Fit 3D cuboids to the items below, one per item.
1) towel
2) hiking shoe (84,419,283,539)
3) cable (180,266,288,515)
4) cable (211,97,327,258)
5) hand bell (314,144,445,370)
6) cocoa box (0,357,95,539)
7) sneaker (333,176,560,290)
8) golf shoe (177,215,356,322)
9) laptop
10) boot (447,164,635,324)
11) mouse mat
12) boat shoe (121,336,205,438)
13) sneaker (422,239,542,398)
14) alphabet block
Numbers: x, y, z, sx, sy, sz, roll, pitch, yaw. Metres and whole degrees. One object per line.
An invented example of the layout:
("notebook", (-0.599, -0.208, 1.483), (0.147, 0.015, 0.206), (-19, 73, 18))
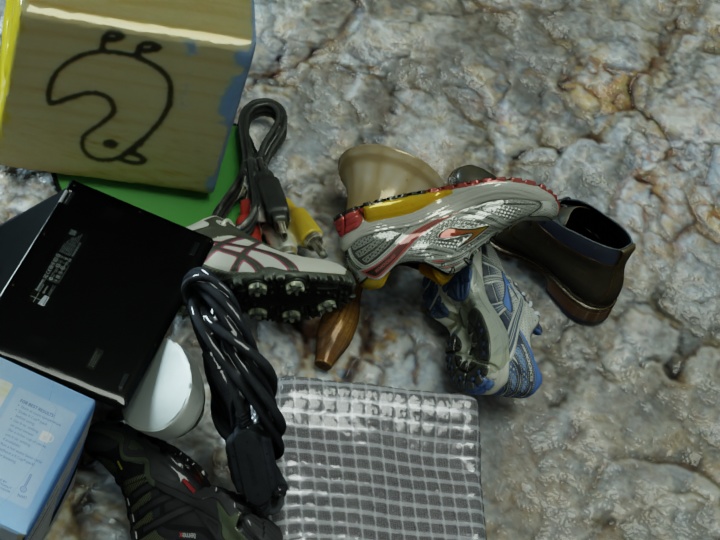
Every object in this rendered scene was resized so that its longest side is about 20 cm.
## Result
("towel", (0.009, 0.174, 1.635), (0.199, 0.086, 0.166), (6, 52, -16))
("hiking shoe", (-0.157, 0.190, 1.563), (0.200, 0.076, 0.101), (31, 87, 35))
("cable", (-0.095, 0.076, 1.536), (0.051, 0.201, 0.163), (-16, 36, -6))
("cable", (-0.094, -0.073, 1.828), (0.097, 0.051, 0.201), (-10, 44, -7))
("hand bell", (0.000, 0.000, 1.784), (0.104, 0.104, 0.201), (21, 61, -3))
("cocoa box", (-0.318, 0.136, 1.510), (0.199, 0.131, 0.134), (25, 52, 0))
("sneaker", (0.078, -0.032, 1.752), (0.199, 0.078, 0.083), (-13, 90, -12))
("golf shoe", (-0.101, -0.007, 1.720), (0.199, 0.077, 0.089), (2, 60, -6))
("laptop", (-0.248, 0.035, 1.618), (0.199, 0.116, 0.188), (22, 49, 3))
("boot", (0.170, -0.050, 1.861), (0.200, 0.097, 0.075), (42, 51, 14))
("mouse mat", (-0.168, -0.062, 1.807), (0.199, 0.008, 0.161), (-8, 57, -25))
("boat shoe", (-0.153, 0.091, 1.591), (0.064, 0.200, 0.071), (37, 88, -27))
("sneaker", (0.113, 0.038, 1.797), (0.085, 0.077, 0.201), (21, 41, -29))
("alphabet block", (-0.209, -0.209, 1.780), (0.199, 0.196, 0.197), (7, 46, -13))
